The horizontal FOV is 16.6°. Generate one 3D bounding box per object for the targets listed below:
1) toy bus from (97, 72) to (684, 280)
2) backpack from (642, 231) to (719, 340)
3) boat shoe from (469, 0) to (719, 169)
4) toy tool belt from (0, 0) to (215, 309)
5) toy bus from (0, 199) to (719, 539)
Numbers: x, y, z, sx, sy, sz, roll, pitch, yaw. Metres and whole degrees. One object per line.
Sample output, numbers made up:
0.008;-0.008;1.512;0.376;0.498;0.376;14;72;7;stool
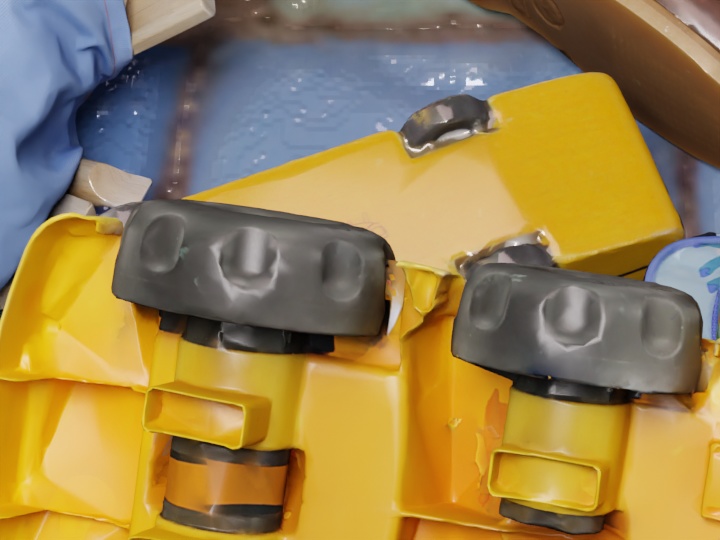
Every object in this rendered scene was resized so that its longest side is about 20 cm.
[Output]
0.000;0.000;0.792;0.199;0.078;0.065;-19;70;-8;toy bus
0.182;0.069;0.702;0.199;0.147;0.184;-1;61;0;backpack
0.088;-0.108;0.860;0.200;0.070;0.070;39;72;24;boat shoe
-0.131;-0.034;0.801;0.122;0.125;0.201;11;60;20;toy tool belt
0.023;0.059;0.661;0.199;0.192;0.136;9;93;18;toy bus
